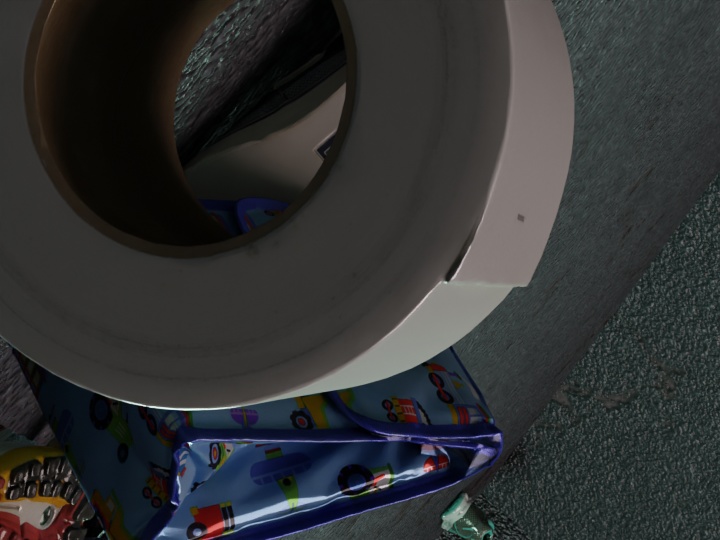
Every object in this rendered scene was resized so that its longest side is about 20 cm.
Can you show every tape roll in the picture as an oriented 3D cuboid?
[{"bbox_3d":[-0.036,-0.057,0.678,0.203,0.203,0.139,-50,168,8],"label":"tape roll"}]

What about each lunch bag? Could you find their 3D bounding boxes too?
[{"bbox_3d":[-0.037,0.042,0.926,0.199,0.151,0.094,-5,136,-35],"label":"lunch bag"}]

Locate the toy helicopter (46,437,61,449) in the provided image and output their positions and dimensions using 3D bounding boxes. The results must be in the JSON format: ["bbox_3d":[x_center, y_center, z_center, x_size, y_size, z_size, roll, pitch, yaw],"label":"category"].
[{"bbox_3d":[-0.186,0.183,1.114,0.079,0.132,0.201,29,89,-55],"label":"toy helicopter"}]

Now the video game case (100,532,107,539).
[{"bbox_3d":[-0.215,0.242,1.353,0.200,0.024,0.182,-47,-178,-9],"label":"video game case"}]

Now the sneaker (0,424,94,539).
[{"bbox_3d":[-0.198,0.092,0.872,0.200,0.082,0.078,31,82,-62],"label":"sneaker"}]

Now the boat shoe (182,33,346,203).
[{"bbox_3d":[-0.026,-0.065,1.039,0.199,0.075,0.093,-33,-164,6],"label":"boat shoe"}]

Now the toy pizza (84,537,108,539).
[{"bbox_3d":[-0.206,0.243,1.201,0.200,0.032,0.201,-35,-156,19],"label":"toy pizza"}]

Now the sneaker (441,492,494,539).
[{"bbox_3d":[0.195,0.451,3.591,0.078,0.091,0.200,-48,169,-1],"label":"sneaker"}]
